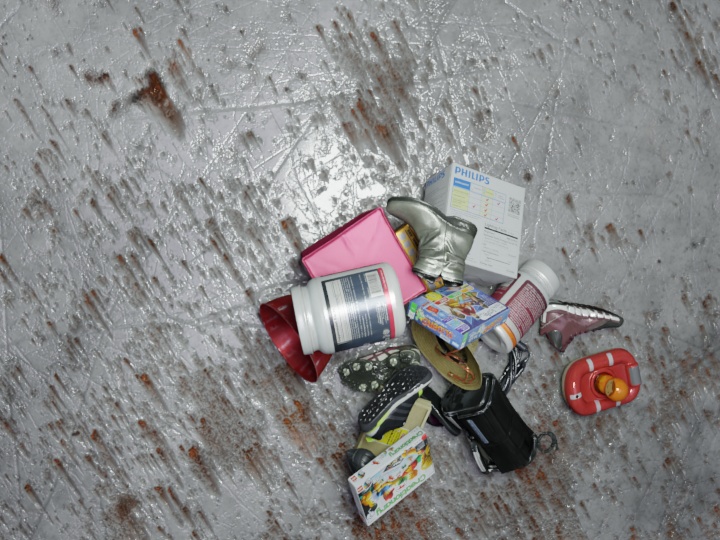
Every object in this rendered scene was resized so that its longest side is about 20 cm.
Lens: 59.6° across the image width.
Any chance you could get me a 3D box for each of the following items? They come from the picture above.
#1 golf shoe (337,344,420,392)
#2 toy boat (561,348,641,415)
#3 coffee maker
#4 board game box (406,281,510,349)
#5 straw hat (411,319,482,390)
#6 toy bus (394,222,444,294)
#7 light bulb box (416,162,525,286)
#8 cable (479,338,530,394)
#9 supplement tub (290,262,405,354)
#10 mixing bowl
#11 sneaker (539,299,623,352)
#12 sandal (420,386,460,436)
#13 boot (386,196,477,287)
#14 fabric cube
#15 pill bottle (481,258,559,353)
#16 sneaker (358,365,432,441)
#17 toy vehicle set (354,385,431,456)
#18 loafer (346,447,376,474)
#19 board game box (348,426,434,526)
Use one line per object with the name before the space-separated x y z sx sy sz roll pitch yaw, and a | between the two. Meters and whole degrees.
golf shoe | 0.046 0.218 1.424 0.194 0.088 0.079 -13 103 17
toy boat | 0.571 0.267 1.459 0.194 0.131 0.135 -15 95 -6
coffee maker | 0.302 0.329 1.390 0.189 0.136 0.202 -30 115 15
board game box | 0.204 0.084 1.284 0.134 0.197 0.035 32 121 31
straw hat | 0.207 0.151 1.354 0.085 0.200 0.203 -40 98 -25
toy bus | 0.148 -0.016 1.419 0.077 0.065 0.203 -33 97 -4
light bulb box | 0.237 -0.093 1.355 0.193 0.124 0.207 15 76 -20
cable | 0.292 0.217 1.461 0.163 0.051 0.200 44 89 -8
supplement tub | -0.023 0.073 1.168 0.194 0.140 0.145 -12 95 -5
mixing bowl | -0.118 0.125 1.348 0.108 0.199 0.203 -36 98 -24
sneaker | 0.511 0.140 1.479 0.193 0.076 0.119 10 98 3
sandal | 0.152 0.308 1.449 0.200 0.075 0.048 45 114 -1
boot | 0.125 -0.055 1.219 0.195 0.068 0.134 22 76 5
fabric cube | 0.000 0.000 1.336 0.197 0.199 0.200 -31 96 -4
pill bottle | 0.351 0.077 1.414 0.200 0.114 0.115 -44 98 -16
sneaker | 0.080 0.286 1.346 0.198 0.072 0.083 -39 122 1
toy vehicle set | 0.068 0.366 1.420 0.121 0.027 0.205 19 112 -7
loafer | 0.025 0.471 1.423 0.068 0.069 0.204 -48 130 -31
board game box | 0.071 0.448 1.374 0.197 0.034 0.129 -31 124 -22
